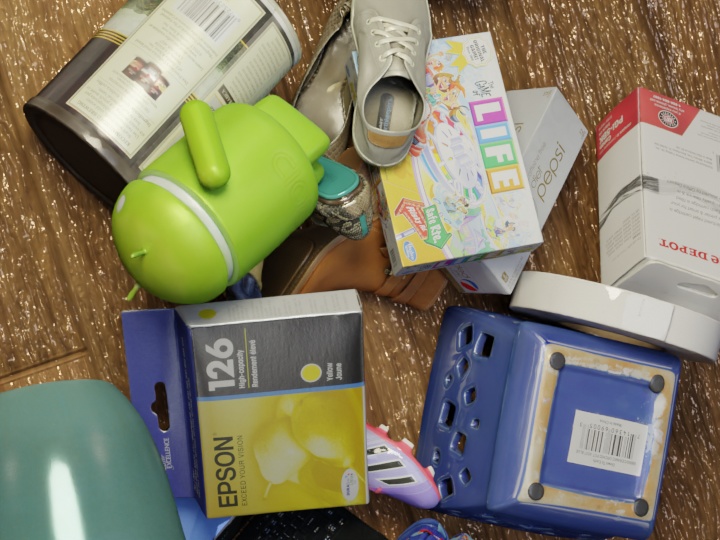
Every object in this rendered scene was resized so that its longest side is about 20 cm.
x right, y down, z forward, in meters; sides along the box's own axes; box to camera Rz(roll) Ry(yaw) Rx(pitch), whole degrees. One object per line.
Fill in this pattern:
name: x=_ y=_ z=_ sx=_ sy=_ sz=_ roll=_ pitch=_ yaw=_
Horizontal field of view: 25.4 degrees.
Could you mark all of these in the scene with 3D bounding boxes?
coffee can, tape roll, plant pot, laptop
coffee can: x=-0.167 y=-0.159 z=1.371 sx=0.146 sy=0.146 sz=0.200 roll=45 pitch=74 yaw=-15
tape roll: x=0.238 y=0.044 z=1.489 sx=0.202 sy=0.203 sz=0.037 roll=17 pitch=86 yaw=-21
plant pot: x=0.181 y=0.148 z=1.491 sx=0.199 sy=0.180 sz=0.201 roll=13 pitch=84 yaw=-21
laptop: x=-0.111 y=0.237 z=1.411 sx=0.177 sy=0.200 sz=0.103 roll=-49 pitch=145 yaw=-14
plant pot: x=-0.249 y=0.182 z=1.314 sx=0.199 sy=0.201 sz=0.162 roll=-6 pitch=75 yaw=-22

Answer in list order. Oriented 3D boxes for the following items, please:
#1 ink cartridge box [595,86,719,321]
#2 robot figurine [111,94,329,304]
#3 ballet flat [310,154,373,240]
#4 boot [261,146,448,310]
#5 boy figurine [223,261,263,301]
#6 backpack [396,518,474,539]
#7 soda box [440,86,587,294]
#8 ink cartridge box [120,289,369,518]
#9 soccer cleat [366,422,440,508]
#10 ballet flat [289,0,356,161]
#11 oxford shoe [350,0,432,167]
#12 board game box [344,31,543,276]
ink cartridge box: x=0.310 y=-0.058 z=1.555 sx=0.146 sy=0.083 sz=0.201 roll=17 pitch=56 yaw=-20
robot figurine: x=-0.114 y=-0.054 z=1.279 sx=0.116 sy=0.176 sz=0.200 roll=40 pitch=62 yaw=13
ballet flat: x=-0.055 y=-0.083 z=1.410 sx=0.068 sy=0.200 sz=0.076 roll=-34 pitch=136 yaw=-18
boot: x=0.000 y=0.000 z=1.486 sx=0.155 sy=0.077 sz=0.201 roll=33 pitch=85 yaw=-35
boy figurine: x=-0.115 y=-0.013 z=1.409 sx=0.064 sy=0.124 sz=0.201 roll=-10 pitch=77 yaw=-8
backpack: x=0.060 y=0.311 z=1.440 sx=0.134 sy=0.200 sz=0.183 roll=42 pitch=117 yaw=2
soda box: x=0.139 y=-0.076 z=1.505 sx=0.068 sy=0.063 sz=0.201 roll=48 pitch=57 yaw=-35
ink cartridge box: x=-0.094 y=0.118 z=1.358 sx=0.199 sy=0.047 sz=0.199 roll=-6 pitch=120 yaw=-7
soccer cleat: x=-0.016 y=0.161 z=1.461 sx=0.200 sy=0.067 sz=0.077 roll=41 pitch=71 yaw=-3
ballet flat: x=-0.027 y=-0.167 z=1.461 sx=0.067 sy=0.046 sz=0.201 roll=23 pitch=91 yaw=8
oxford shoe: x=0.028 y=-0.190 z=1.385 sx=0.075 sy=0.058 sz=0.201 roll=7 pitch=73 yaw=-9
board game box: x=0.073 y=-0.105 z=1.421 sx=0.134 sy=0.034 sz=0.201 roll=-10 pitch=78 yaw=-15
